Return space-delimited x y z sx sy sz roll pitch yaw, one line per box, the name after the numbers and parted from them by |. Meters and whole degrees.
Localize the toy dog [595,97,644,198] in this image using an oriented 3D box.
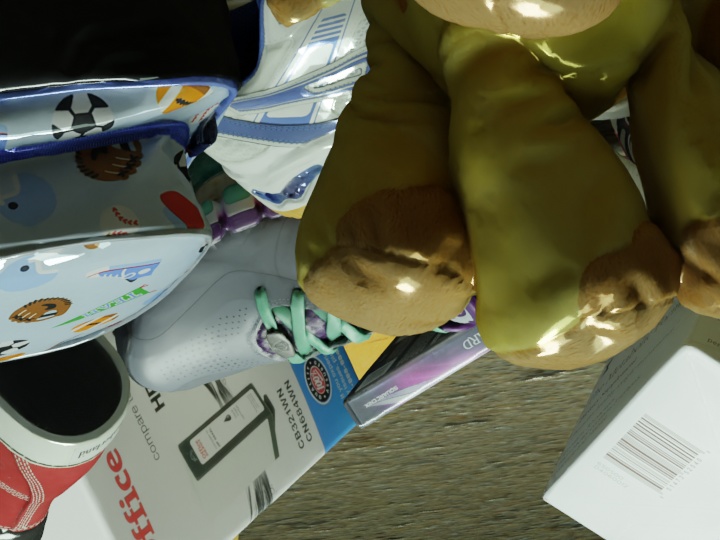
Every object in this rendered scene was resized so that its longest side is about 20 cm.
0.123 -0.065 0.893 0.096 0.132 0.200 45 146 -16 | toy dog

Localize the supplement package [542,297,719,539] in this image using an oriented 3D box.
0.167 0.016 0.945 0.109 0.200 0.114 33 139 -3 | supplement package

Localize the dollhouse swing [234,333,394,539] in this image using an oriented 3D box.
-0.052 0.105 1.412 0.182 0.176 0.200 -11 -176 22 | dollhouse swing

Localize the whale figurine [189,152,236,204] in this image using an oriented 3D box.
-0.013 -0.051 1.071 0.159 0.104 0.200 -7 148 -42 | whale figurine

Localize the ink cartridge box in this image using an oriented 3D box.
-0.099 0.051 1.148 0.084 0.146 0.200 -15 -164 35 | ink cartridge box

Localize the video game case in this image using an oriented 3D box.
0.090 0.000 1.210 0.200 0.019 0.143 -31 -176 16 | video game case

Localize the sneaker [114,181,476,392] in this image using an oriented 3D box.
0.000 0.000 0.979 0.200 0.088 0.074 -32 136 6 | sneaker

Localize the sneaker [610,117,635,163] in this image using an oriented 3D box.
0.177 -0.073 1.062 0.081 0.075 0.200 2 166 -37 | sneaker

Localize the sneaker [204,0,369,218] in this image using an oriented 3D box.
0.009 -0.091 0.896 0.200 0.075 0.088 -34 120 32 | sneaker

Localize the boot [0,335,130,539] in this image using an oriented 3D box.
-0.183 0.020 1.014 0.072 0.200 0.144 -35 170 -35 | boot

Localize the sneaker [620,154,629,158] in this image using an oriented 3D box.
0.125 0.017 1.101 0.200 0.080 0.086 18 137 -22 | sneaker

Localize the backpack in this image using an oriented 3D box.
-0.135 -0.045 0.865 0.200 0.154 0.190 -4 171 -16 | backpack

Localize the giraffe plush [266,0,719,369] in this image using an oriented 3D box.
0.052 -0.093 0.734 0.172 0.200 0.162 -13 147 -7 | giraffe plush
